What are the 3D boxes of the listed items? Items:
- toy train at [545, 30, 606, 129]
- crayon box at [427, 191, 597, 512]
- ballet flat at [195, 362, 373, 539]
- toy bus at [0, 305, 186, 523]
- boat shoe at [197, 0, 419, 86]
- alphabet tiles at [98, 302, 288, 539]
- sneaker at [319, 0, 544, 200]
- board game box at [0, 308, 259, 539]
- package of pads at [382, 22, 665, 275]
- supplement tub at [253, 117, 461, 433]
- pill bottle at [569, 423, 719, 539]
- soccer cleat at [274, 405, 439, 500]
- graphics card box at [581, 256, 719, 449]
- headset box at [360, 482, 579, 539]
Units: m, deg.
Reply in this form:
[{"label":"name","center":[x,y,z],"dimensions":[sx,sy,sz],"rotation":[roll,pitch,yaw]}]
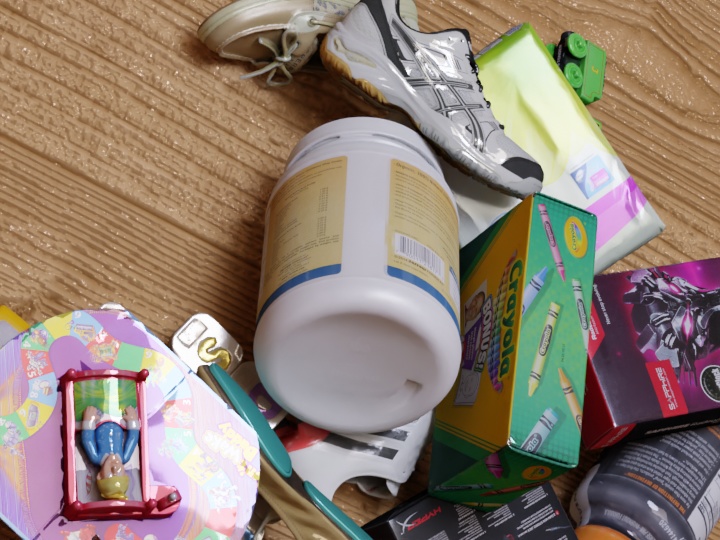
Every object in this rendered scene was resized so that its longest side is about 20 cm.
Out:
[{"label":"toy train","center":[0.174,-0.108,1.619],"dimensions":[0.056,0.042,0.201],"rotation":[26,61,-33]},{"label":"crayon box","center":[0.109,0.060,1.384],"dimensions":[0.058,0.119,0.201],"rotation":[19,61,-20]},{"label":"ballet flat","center":[-0.061,0.154,1.317],"dimensions":[0.063,0.069,0.200],"rotation":[-40,95,5]},{"label":"toy bus","center":[-0.217,0.092,1.272],"dimensions":[0.200,0.065,0.078],"rotation":[40,66,-3]},{"label":"boat shoe","center":[-0.032,-0.179,1.497],"dimensions":[0.199,0.073,0.063],"rotation":[-7,74,-34]},{"label":"alphabet tiles","center":[-0.143,0.125,1.332],"dimensions":[0.196,0.015,0.200],"rotation":[46,65,-3]},{"label":"sneaker","center":[0.068,-0.135,1.446],"dimensions":[0.200,0.076,0.088],"rotation":[38,86,-1]},{"label":"board game box","center":[-0.154,0.115,1.228],"dimensions":[0.200,0.039,0.158],"rotation":[44,66,-2]},{"label":"package of pads","center":[0.120,-0.070,1.522],"dimensions":[0.154,0.068,0.200],"rotation":[-34,92,-6]},{"label":"supplement tub","center":[0.000,0.000,1.383],"dimensions":[0.144,0.145,0.200],"rotation":[26,39,-21]},{"label":"pill bottle","center":[0.232,0.171,1.512],"dimensions":[0.106,0.106,0.200],"rotation":[47,56,-8]},{"label":"soccer cleat","center":[0.025,0.122,1.433],"dimensions":[0.200,0.069,0.085],"rotation":[-20,92,-31]},{"label":"graphics card box","center":[0.246,0.059,1.486],"dimensions":[0.199,0.051,0.126],"rotation":[-6,65,-26]},{"label":"headset box","center":[0.099,0.249,1.422],"dimensions":[0.148,0.075,0.201],"rotation":[-26,87,-35]}]
